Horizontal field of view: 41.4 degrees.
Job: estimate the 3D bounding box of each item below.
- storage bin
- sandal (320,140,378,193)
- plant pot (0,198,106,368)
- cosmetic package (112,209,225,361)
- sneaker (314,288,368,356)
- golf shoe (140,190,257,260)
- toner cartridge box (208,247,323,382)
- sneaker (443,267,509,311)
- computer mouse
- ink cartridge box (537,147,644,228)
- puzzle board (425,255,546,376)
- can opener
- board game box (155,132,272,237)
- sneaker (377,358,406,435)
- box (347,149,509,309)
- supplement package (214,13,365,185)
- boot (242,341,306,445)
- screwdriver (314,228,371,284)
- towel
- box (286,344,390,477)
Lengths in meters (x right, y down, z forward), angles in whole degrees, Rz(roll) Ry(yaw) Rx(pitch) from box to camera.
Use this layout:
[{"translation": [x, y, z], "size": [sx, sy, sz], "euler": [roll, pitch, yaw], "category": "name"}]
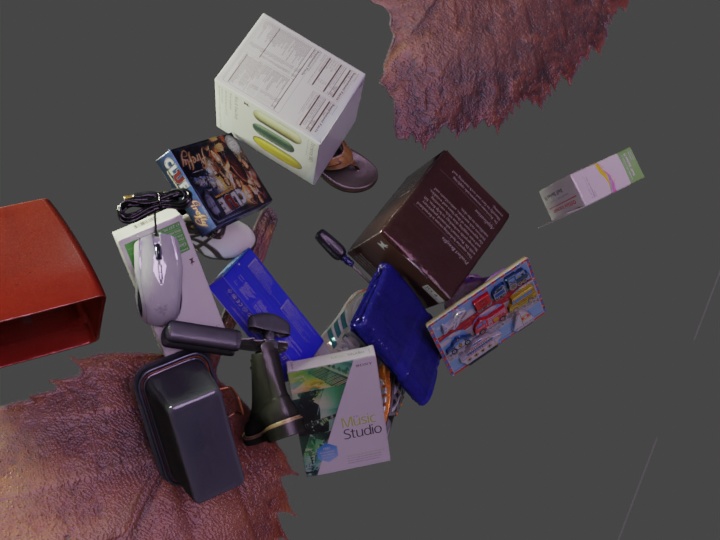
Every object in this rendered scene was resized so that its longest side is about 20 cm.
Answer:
[{"translation": [-0.234, 0.235, 1.408], "size": [0.143, 0.134, 0.204], "euler": [-20, 110, -21], "category": "storage bin"}, {"translation": [-0.053, -0.209, 1.656], "size": [0.199, 0.054, 0.082], "euler": [40, 66, -9], "category": "sandal"}, {"translation": [-0.491, 0.015, 1.365], "size": [0.196, 0.200, 0.179], "euler": [-15, 74, -24], "category": "plant pot"}, {"translation": [-0.291, 0.019, 1.455], "size": [0.106, 0.085, 0.203], "euler": [-25, 109, -15], "category": "cosmetic package"}, {"translation": [-0.017, 0.109, 1.582], "size": [0.070, 0.093, 0.202], "euler": [37, 68, -11], "category": "sneaker"}, {"translation": [-0.253, -0.073, 1.526], "size": [0.196, 0.094, 0.079], "euler": [16, 72, -20], "category": "golf shoe"}, {"translation": [-0.150, 0.071, 1.534], "size": [0.201, 0.043, 0.095], "euler": [52, 35, -10], "category": "toner cartridge box"}, {"translation": [0.200, 0.039, 1.642], "size": [0.079, 0.200, 0.090], "euler": [8, 58, -27], "category": "sneaker"}, {"translation": [-0.290, -0.014, 1.377], "size": [0.107, 0.044, 0.205], "euler": [-7, 104, -20], "category": "computer mouse"}, {"translation": [0.422, -0.156, 1.803], "size": [0.197, 0.117, 0.068], "euler": [-25, 87, -25], "category": "ink cartridge box"}, {"translation": [0.213, 0.081, 1.575], "size": [0.198, 0.017, 0.152], "euler": [-33, 135, -2], "category": "puzzle board"}, {"translation": [-0.201, 0.092, 1.443], "size": [0.196, 0.053, 0.068], "euler": [11, 65, -23], "category": "can opener"}, {"translation": [-0.228, -0.141, 1.517], "size": [0.137, 0.034, 0.200], "euler": [58, 26, -3], "category": "board game box"}, {"translation": [0.049, 0.197, 1.605], "size": [0.076, 0.078, 0.205], "euler": [17, 78, -37], "category": "sneaker"}, {"translation": [0.116, -0.063, 1.634], "size": [0.166, 0.164, 0.201], "euler": [44, 67, -9], "category": "box"}, {"translation": [-0.118, -0.278, 1.565], "size": [0.198, 0.152, 0.152], "euler": [31, 69, 4], "category": "supplement package"}, {"translation": [-0.145, 0.189, 1.456], "size": [0.076, 0.199, 0.141], "euler": [-14, 83, -29], "category": "boot"}, {"translation": [0.000, 0.000, 1.644], "size": [0.199, 0.028, 0.029], "euler": [39, 105, -6], "category": "screwdriver"}, {"translation": [0.065, 0.105, 1.562], "size": [0.201, 0.049, 0.149], "euler": [51, 44, -28], "category": "towel"}, {"translation": [-0.033, 0.225, 1.508], "size": [0.141, 0.036, 0.204], "euler": [-11, 114, -4], "category": "box"}]
